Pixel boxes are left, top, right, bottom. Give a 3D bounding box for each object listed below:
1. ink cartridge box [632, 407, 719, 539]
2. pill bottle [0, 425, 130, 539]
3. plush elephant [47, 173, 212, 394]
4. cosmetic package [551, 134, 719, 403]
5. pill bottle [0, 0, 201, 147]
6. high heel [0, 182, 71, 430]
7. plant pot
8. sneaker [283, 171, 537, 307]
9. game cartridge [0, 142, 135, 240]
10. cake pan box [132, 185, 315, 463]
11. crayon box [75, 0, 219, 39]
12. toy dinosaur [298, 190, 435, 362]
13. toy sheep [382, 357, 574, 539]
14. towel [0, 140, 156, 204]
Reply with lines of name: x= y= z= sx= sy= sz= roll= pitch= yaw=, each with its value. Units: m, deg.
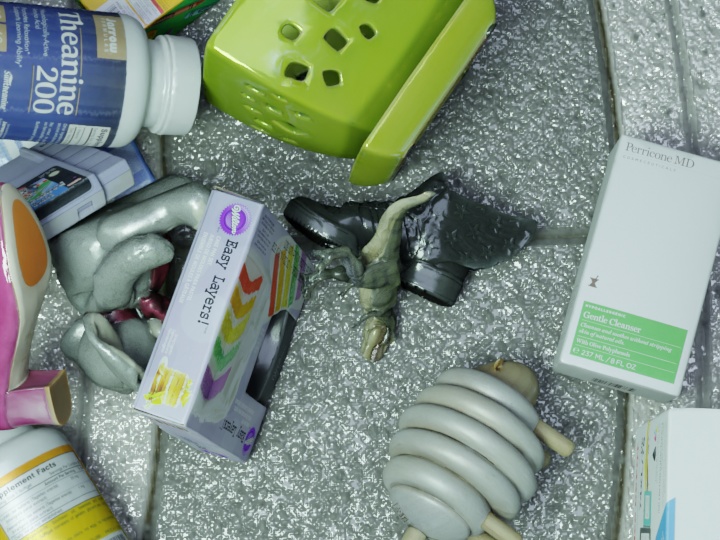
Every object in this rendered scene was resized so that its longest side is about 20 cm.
ink cartridge box: x=0.297 y=0.191 z=1.303 sx=0.145 sy=0.200 sz=0.148 roll=3 pitch=80 yaw=3
pill bottle: x=-0.267 y=0.200 z=1.355 sx=0.111 sy=0.111 sz=0.200 roll=-33 pitch=81 yaw=-4
plush elephant: x=-0.187 y=0.026 z=1.363 sx=0.199 sy=0.165 sz=0.155 roll=-25 pitch=102 yaw=-16
cosmetic package: x=0.238 y=0.000 z=1.395 sx=0.107 sy=0.085 sz=0.201 roll=14 pitch=82 yaw=4
pill bottle: x=-0.237 y=-0.159 z=1.359 sx=0.199 sy=0.111 sz=0.112 roll=3 pitch=80 yaw=-22
high heel: x=-0.285 y=0.030 z=1.278 sx=0.095 sy=0.067 sz=0.201 roll=-1 pitch=115 yaw=18
plant pot: x=-0.004 y=-0.189 z=1.379 sx=0.181 sy=0.200 sz=0.199 roll=35 pitch=82 yaw=0
sneaker: x=0.043 y=-0.042 z=1.420 sx=0.199 sy=0.060 sz=0.105 roll=28 pitch=83 yaw=0
game cartridge: x=-0.294 y=-0.045 z=1.344 sx=0.200 sy=0.129 sz=0.039 roll=-35 pitch=118 yaw=-27
cake pan box: x=-0.105 y=0.051 z=1.335 sx=0.052 sy=0.200 sz=0.185 roll=18 pitch=78 yaw=15
crayon box: x=-0.221 y=-0.295 z=1.464 sx=0.119 sy=0.058 sz=0.200 roll=-38 pitch=82 yaw=-5
toy dinosaur: x=0.000 y=0.000 z=1.356 sx=0.088 sy=0.200 sz=0.048 roll=-3 pitch=51 yaw=-13
toy sheep: x=0.086 y=0.156 z=1.350 sx=0.138 sy=0.138 sz=0.200 roll=30 pitch=64 yaw=6
towel: x=-0.295 y=-0.090 z=1.449 sx=0.199 sy=0.024 sz=0.147 roll=-27 pitch=82 yaw=-4
